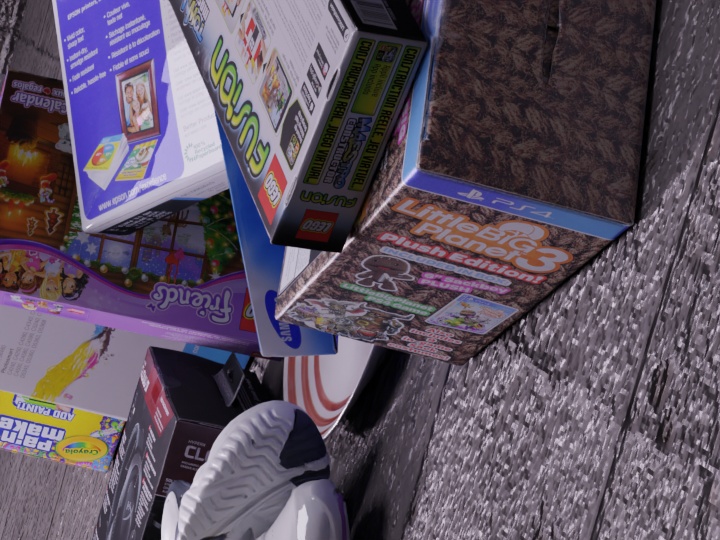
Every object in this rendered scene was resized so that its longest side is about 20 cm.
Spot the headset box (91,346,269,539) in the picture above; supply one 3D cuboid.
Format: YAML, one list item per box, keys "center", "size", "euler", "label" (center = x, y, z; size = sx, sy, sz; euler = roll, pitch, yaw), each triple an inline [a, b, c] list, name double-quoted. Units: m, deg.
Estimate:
- center: [-0.107, 0.147, 1.595]
  size: [0.149, 0.077, 0.200]
  euler: [-129, 56, -72]
  label: "headset box"

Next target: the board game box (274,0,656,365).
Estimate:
- center: [0.046, -0.069, 1.189]
  size: [0.200, 0.097, 0.160]
  euler: [135, 146, -63]
  label: "board game box"

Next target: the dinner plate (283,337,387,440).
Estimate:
- center: [0.000, 0.000, 1.442]
  size: [0.200, 0.024, 0.201]
  euler: [-166, 90, -76]
  label: "dinner plate"

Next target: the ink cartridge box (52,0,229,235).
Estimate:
- center: [-0.099, -0.143, 1.526]
  size: [0.198, 0.043, 0.201]
  euler: [-22, 74, 42]
  label: "ink cartridge box"

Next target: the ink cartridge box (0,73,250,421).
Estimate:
- center: [-0.168, -0.008, 1.726]
  size: [0.147, 0.200, 0.146]
  euler: [-93, 23, -48]
  label: "ink cartridge box"

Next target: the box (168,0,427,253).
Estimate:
- center: [-0.032, -0.111, 1.177]
  size: [0.200, 0.035, 0.110]
  euler: [-114, 39, -49]
  label: "box"

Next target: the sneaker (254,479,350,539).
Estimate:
- center: [-0.066, 0.186, 1.360]
  size: [0.075, 0.099, 0.200]
  euler: [-97, 27, -57]
  label: "sneaker"

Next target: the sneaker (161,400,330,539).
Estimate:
- center: [-0.067, 0.124, 1.443]
  size: [0.130, 0.079, 0.200]
  euler: [-105, 17, -52]
  label: "sneaker"

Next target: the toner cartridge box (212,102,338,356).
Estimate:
- center: [-0.041, -0.055, 1.356]
  size: [0.200, 0.043, 0.095]
  euler: [82, -172, -48]
  label: "toner cartridge box"

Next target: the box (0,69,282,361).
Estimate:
- center: [-0.130, -0.033, 1.605]
  size: [0.039, 0.199, 0.137]
  euler: [125, 155, -73]
  label: "box"

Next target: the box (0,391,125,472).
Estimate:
- center: [-0.228, 0.016, 2.089]
  size: [0.200, 0.122, 0.193]
  euler: [-102, 29, -60]
  label: "box"
